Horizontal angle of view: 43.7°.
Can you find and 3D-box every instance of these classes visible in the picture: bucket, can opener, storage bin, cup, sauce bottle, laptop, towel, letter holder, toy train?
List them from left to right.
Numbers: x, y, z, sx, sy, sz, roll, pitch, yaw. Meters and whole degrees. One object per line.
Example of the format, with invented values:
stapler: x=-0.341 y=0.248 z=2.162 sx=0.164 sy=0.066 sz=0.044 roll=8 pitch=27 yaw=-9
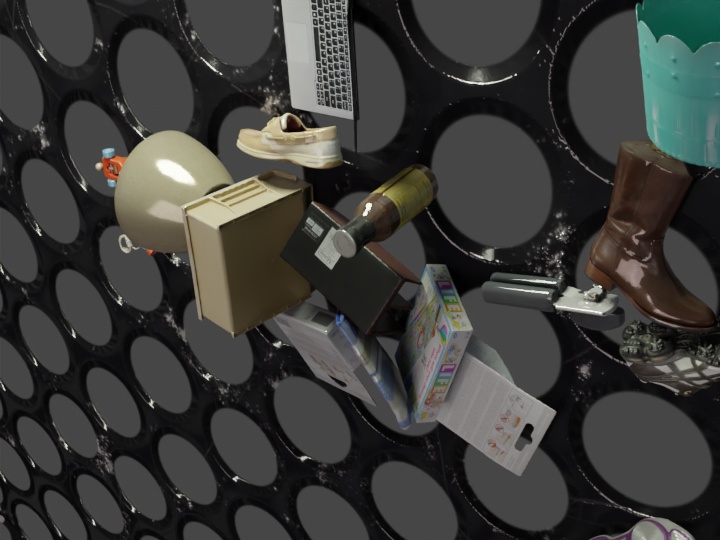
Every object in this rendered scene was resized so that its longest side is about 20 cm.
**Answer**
toy train: x=-0.419 y=-0.130 z=1.685 sx=0.148 sy=0.055 sz=0.204 roll=12 pitch=120 yaw=36
cup: x=-0.276 y=-0.111 z=1.460 sx=0.142 sy=0.199 sz=0.204 roll=22 pitch=128 yaw=34
storage bin: x=-0.166 y=-0.032 z=1.431 sx=0.093 sy=0.197 sz=0.204 roll=25 pitch=130 yaw=40
laptop: x=-0.059 y=-0.285 z=1.241 sx=0.197 sy=0.116 sz=0.191 roll=17 pitch=125 yaw=31
letter holder: x=0.000 y=0.000 z=1.384 sx=0.199 sy=0.141 sz=0.101 roll=40 pitch=104 yaw=25
towel: x=0.020 y=0.139 z=1.380 sx=0.024 sy=0.147 sz=0.202 roll=-31 pitch=103 yaw=9
sauce bottle: x=0.033 y=-0.081 z=1.230 sx=0.064 sy=0.199 sz=0.066 roll=22 pitch=130 yaw=29
can opener: x=0.259 y=0.044 z=1.224 sx=0.197 sy=0.052 sz=0.068 roll=11 pitch=123 yaw=35
bucket: x=0.370 y=-0.203 z=0.878 sx=0.204 sy=0.207 sz=0.137 roll=13 pitch=133 yaw=33

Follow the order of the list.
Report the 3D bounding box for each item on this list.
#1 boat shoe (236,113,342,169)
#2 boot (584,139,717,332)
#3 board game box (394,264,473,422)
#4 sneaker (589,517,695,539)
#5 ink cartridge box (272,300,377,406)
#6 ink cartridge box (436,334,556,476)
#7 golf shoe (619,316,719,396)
boat shoe: x=-0.108 y=-0.205 z=1.371 sx=0.197 sy=0.073 sz=0.071 roll=14 pitch=113 yaw=32
boot: x=0.370 y=-0.045 z=1.074 sx=0.184 sy=0.064 sz=0.203 roll=29 pitch=127 yaw=25
board game box: x=0.106 y=0.111 z=1.351 sx=0.136 sy=0.034 sz=0.202 roll=-108 pitch=25 yaw=-44
sneaker: x=0.420 y=0.426 z=1.328 sx=0.099 sy=0.075 sz=0.199 roll=42 pitch=138 yaw=-15
ink cartridge box: x=-0.055 y=0.131 z=1.507 sx=0.199 sy=0.044 sz=0.175 roll=17 pitch=147 yaw=54
ink cartridge box: x=0.196 y=0.201 z=1.382 sx=0.198 sy=0.047 sz=0.162 roll=32 pitch=132 yaw=17
golf shoe: x=0.428 y=0.111 z=1.123 sx=0.197 sy=0.078 sz=0.095 roll=4 pitch=136 yaw=40
